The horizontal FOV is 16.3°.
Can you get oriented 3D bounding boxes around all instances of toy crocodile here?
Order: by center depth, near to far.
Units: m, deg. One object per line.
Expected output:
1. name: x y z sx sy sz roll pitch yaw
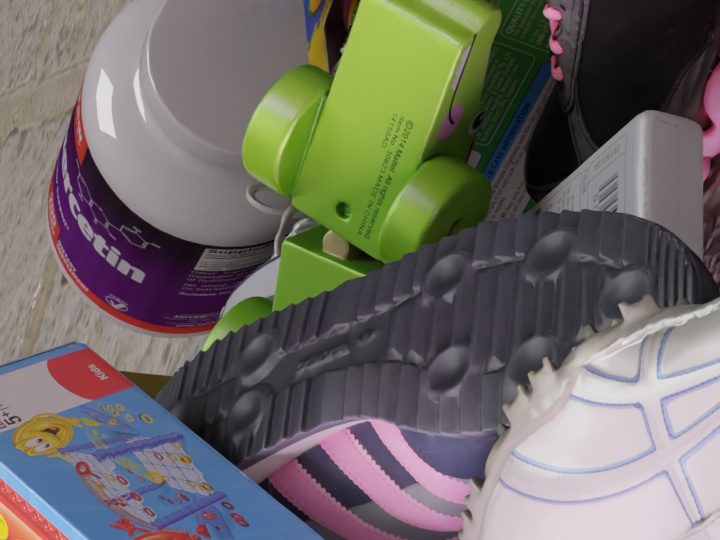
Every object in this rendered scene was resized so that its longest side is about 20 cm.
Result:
1. toy crocodile: 0.000 0.000 0.758 0.062 0.067 0.200 -28 -41 -52

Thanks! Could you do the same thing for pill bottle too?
1. pill bottle: -0.065 -0.049 1.034 0.200 0.112 0.113 125 158 -68

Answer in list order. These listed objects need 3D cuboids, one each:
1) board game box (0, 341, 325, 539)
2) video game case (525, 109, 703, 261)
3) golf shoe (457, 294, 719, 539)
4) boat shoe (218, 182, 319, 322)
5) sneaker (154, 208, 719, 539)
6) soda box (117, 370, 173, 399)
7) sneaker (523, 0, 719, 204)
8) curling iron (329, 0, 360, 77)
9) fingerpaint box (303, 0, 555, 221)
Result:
1. board game box: -0.049 0.154 0.667 0.200 0.056 0.196 35 126 34
2. video game case: 0.046 0.081 0.715 0.182 0.023 0.200 137 140 -58
3. golf shoe: 0.090 0.045 0.539 0.200 0.078 0.097 -55 36 33
4. boat shoe: -0.014 0.005 0.941 0.202 0.074 0.086 123 159 -67
5. sneaker: 0.029 0.041 0.671 0.200 0.082 0.070 -17 45 44
6. soda box: -0.056 0.125 0.862 0.068 0.064 0.200 -61 37 32
7. sneaker: 0.074 -0.090 0.696 0.200 0.095 0.079 117 160 -47
8. curling iron: -0.009 -0.101 0.844 0.200 0.026 0.050 -107 39 -63
9. fingerpaint box: 0.051 -0.125 0.848 0.167 0.073 0.200 -96 28 -53
